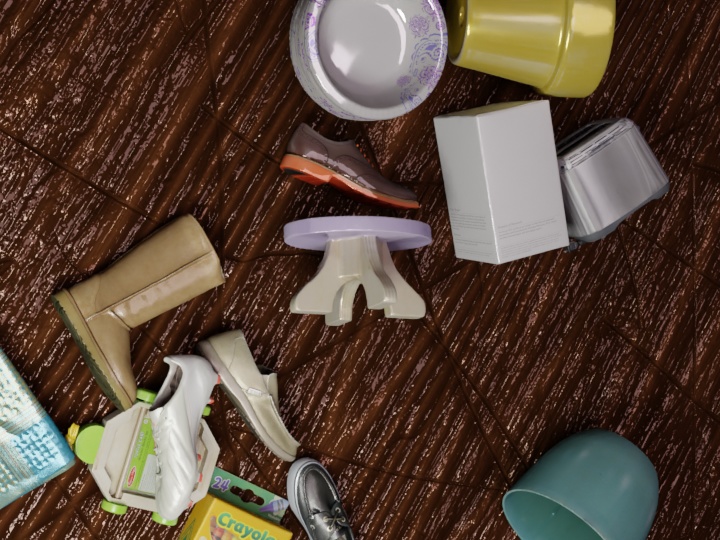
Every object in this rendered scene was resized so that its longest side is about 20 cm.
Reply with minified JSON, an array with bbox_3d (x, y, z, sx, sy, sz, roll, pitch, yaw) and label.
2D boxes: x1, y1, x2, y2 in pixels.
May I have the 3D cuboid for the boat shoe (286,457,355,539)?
[{"bbox_3d":[-0.039,0.342,1.703,0.068,0.056,0.201,-26,107,-31],"label":"boat shoe"}]

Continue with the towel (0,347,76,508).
[{"bbox_3d":[-0.444,0.181,1.496,0.146,0.022,0.201,-30,107,-2],"label":"towel"}]

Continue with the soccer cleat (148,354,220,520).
[{"bbox_3d":[-0.228,0.200,1.551,0.077,0.069,0.201,18,79,-39],"label":"soccer cleat"}]

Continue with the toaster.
[{"bbox_3d":[0.331,-0.129,1.813,0.200,0.114,0.130,-33,104,-17],"label":"toaster"}]

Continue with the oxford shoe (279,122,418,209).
[{"bbox_3d":[-0.004,-0.132,1.673,0.199,0.071,0.073,21,81,-26],"label":"oxford shoe"}]

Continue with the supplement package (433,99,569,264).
[{"bbox_3d":[0.192,-0.123,1.739,0.119,0.121,0.201,-15,102,-23],"label":"supplement package"}]

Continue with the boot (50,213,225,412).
[{"bbox_3d":[-0.251,0.050,1.562,0.199,0.066,0.176,-30,96,-21],"label":"boot"}]

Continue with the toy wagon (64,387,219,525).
[{"bbox_3d":[-0.276,0.226,1.592,0.199,0.040,0.156,18,87,-25],"label":"toy wagon"}]

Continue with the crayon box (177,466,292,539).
[{"bbox_3d":[-0.175,0.371,1.647,0.125,0.052,0.201,30,82,-25],"label":"crayon box"}]

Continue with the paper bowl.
[{"bbox_3d":[0.003,-0.293,1.641,0.200,0.104,0.202,-3,97,-26],"label":"paper bowl"}]

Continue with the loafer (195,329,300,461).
[{"bbox_3d":[-0.130,0.158,1.635,0.068,0.076,0.200,-38,109,-12],"label":"loafer"}]

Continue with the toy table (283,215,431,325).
[{"bbox_3d":[0.000,0.000,1.638,0.199,0.184,0.118,0,79,-14],"label":"toy table"}]

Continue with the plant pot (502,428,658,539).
[{"bbox_3d":[0.328,0.324,1.814,0.161,0.200,0.201,-47,112,-27],"label":"plant pot"}]

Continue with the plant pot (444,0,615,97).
[{"bbox_3d":[0.217,-0.334,1.701,0.188,0.201,0.202,0,95,-11],"label":"plant pot"}]
